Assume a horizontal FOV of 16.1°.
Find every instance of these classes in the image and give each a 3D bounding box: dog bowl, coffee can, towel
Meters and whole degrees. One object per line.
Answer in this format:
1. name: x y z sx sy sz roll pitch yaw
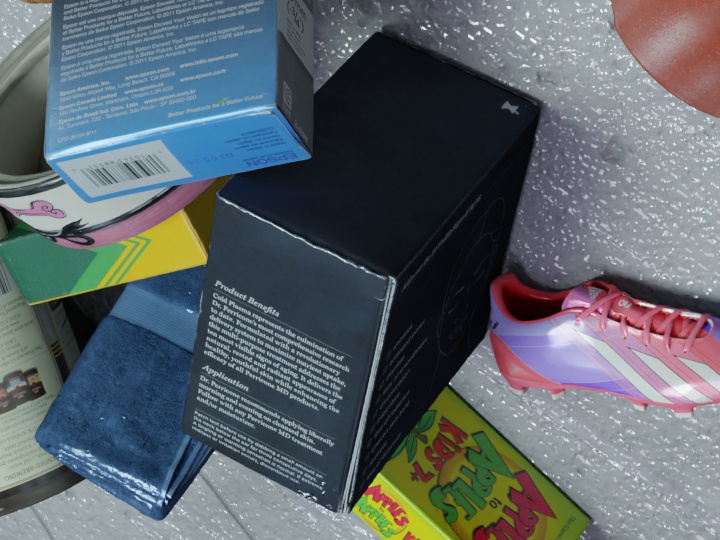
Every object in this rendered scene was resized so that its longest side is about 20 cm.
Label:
1. dog bowl: -0.149 -0.097 1.579 0.200 0.200 0.074 -8 133 38
2. coffee can: -0.265 0.054 1.720 0.146 0.146 0.200 -10 104 38
3. towel: -0.120 0.054 1.668 0.112 0.200 0.049 27 164 14

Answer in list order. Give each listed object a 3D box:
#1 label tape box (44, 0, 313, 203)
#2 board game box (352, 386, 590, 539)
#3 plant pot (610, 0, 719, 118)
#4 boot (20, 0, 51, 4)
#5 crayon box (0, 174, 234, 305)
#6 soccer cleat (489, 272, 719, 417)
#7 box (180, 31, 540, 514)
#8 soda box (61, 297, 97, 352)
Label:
1. label tape box: -0.102 -0.150 1.462 0.144 0.200 0.063 -10 151 18
2. board game box: 0.047 0.137 1.679 0.200 0.102 0.048 43 134 -1
3. plant pot: 0.229 -0.181 1.268 0.201 0.201 0.195 45 144 -4
4. boot: -0.138 -0.225 1.555 0.155 0.077 0.200 28 122 18
5. crayon box: -0.124 -0.046 1.639 0.200 0.126 0.052 -12 115 38
6. soccer cleat: 0.166 0.041 1.557 0.200 0.067 0.077 2 119 36
7. box: 0.000 0.000 1.538 0.124 0.200 0.197 27 133 14
8. soda box: -0.258 0.036 1.835 0.200 0.063 0.071 43 136 -1
